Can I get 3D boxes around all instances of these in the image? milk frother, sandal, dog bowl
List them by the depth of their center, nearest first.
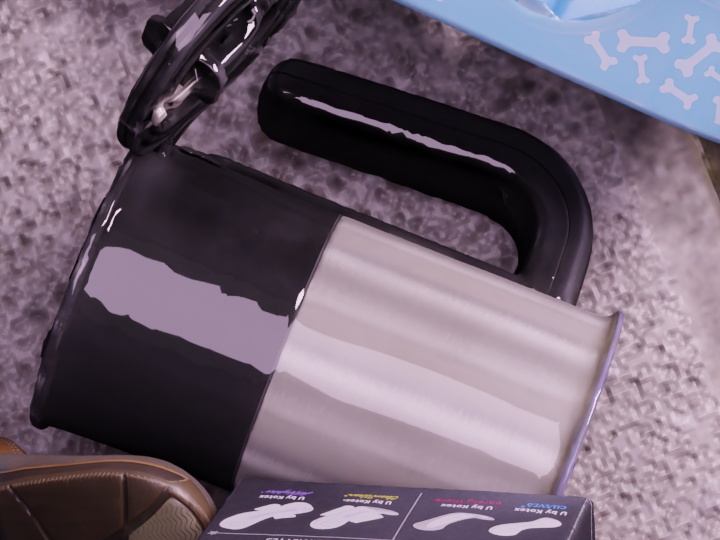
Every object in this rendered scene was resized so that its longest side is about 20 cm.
[{"bbox_3d":[0.000,0.000,0.970,0.188,0.200,0.181,21,80,1],"label":"milk frother"},{"bbox_3d":[0.065,-0.102,1.003,0.200,0.111,0.050,25,99,0],"label":"dog bowl"},{"bbox_3d":[-0.135,0.086,1.013,0.200,0.055,0.082,-5,115,25],"label":"sandal"}]

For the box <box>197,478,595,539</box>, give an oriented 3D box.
[{"bbox_3d":[0.009,0.185,0.932,0.132,0.115,0.200,2,110,15],"label":"box"}]
